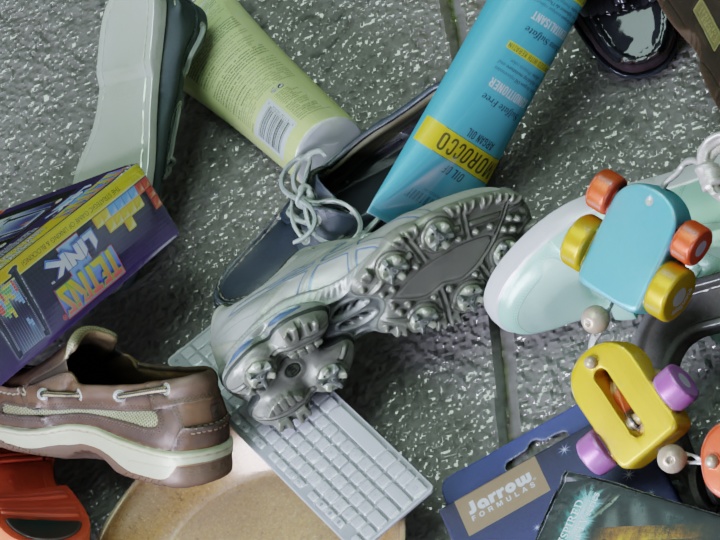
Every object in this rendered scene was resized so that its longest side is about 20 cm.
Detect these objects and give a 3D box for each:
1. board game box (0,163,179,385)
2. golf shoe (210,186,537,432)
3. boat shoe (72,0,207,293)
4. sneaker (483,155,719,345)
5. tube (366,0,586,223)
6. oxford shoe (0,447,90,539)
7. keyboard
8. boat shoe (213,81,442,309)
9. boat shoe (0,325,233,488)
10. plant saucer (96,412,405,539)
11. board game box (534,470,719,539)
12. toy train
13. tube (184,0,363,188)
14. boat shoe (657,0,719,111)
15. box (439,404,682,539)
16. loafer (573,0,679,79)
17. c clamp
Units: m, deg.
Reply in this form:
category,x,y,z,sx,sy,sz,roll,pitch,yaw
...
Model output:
category,x,y,z,sx,sy,sz,roll,pitch,yaw
board game box,-0.227,0.022,1.539,0.165,0.057,0.200,-14,21,45
golf shoe,0.000,0.000,1.471,0.199,0.078,0.097,-30,38,-5
boat shoe,-0.133,-0.081,1.635,0.073,0.062,0.201,0,81,44
sneaker,0.166,0.013,1.414,0.200,0.074,0.119,-24,53,13
tube,0.075,-0.109,1.506,0.050,0.077,0.201,31,92,50
oxford shoe,-0.209,0.140,1.529,0.071,0.073,0.200,-1,25,-18
keyboard,-0.036,0.086,1.465,0.056,0.011,0.200,-43,48,-7
boat shoe,-0.010,-0.038,1.549,0.200,0.062,0.075,-33,48,3
boat shoe,-0.153,0.066,1.495,0.202,0.075,0.075,9,18,34
plant saucer,-0.060,0.172,1.448,0.199,0.035,0.201,-15,52,20
board game box,0.123,0.207,1.293,0.135,0.028,0.201,16,70,33
toy train,0.179,0.036,1.331,0.150,0.056,0.201,-13,80,30
tube,-0.067,-0.118,1.649,0.058,0.052,0.200,-17,38,-27
boat shoe,0.219,-0.151,1.470,0.072,0.076,0.201,-53,38,41
box,0.118,0.153,1.371,0.121,0.032,0.200,-30,48,7
loafer,0.142,-0.214,1.546,0.072,0.063,0.201,-13,76,7
c clamp,0.231,0.073,1.334,0.199,0.027,0.172,-10,85,32
